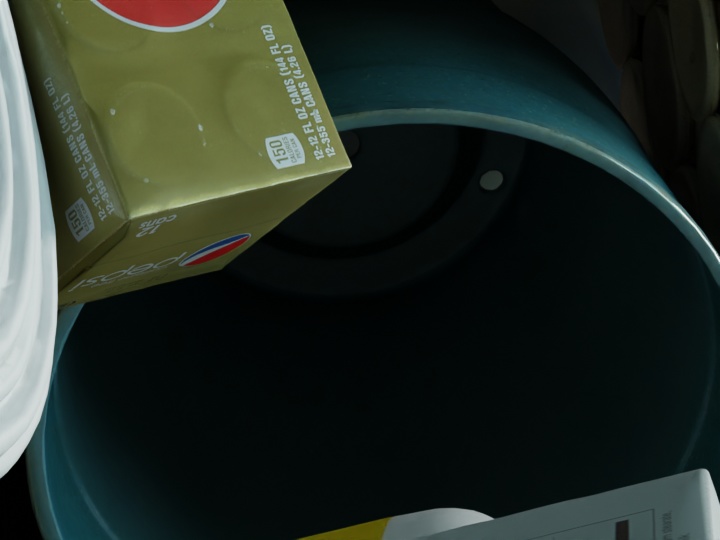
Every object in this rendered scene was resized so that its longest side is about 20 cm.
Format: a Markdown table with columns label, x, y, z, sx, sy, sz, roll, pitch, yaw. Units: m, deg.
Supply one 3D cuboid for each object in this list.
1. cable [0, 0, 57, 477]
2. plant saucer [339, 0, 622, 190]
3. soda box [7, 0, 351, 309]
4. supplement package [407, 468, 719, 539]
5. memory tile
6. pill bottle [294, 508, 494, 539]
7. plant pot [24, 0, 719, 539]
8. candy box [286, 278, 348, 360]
| label | x | y | z | sx | sy | sz | roll | pitch | yaw |
| --- | --- | --- | --- | --- | --- | --- | --- | --- | --- |
| cable | -0.117 | -0.046 | 0.512 | 0.200 | 0.069 | 0.202 | 27 | 49 | -77 |
| plant saucer | 0.018 | -0.047 | 0.930 | 0.050 | 0.199 | 0.202 | -47 | 124 | -63 |
| soda box | -0.079 | -0.096 | 0.639 | 0.067 | 0.064 | 0.201 | -14 | 76 | -38 |
| supplement package | -0.030 | 0.122 | 0.389 | 0.114 | 0.198 | 0.110 | -76 | 150 | -67 |
| memory tile | 0.093 | -0.078 | 0.806 | 0.153 | 0.017 | 0.202 | 98 | -16 | -75 |
| pill bottle | -0.011 | 0.109 | 0.511 | 0.111 | 0.198 | 0.112 | -13 | 90 | -80 |
| plant pot | 0.000 | 0.000 | 0.796 | 0.188 | 0.199 | 0.201 | -102 | 173 | -59 |
| candy box | -0.006 | 0.124 | 0.920 | 0.137 | 0.061 | 0.201 | 64 | 16 | -56 |
